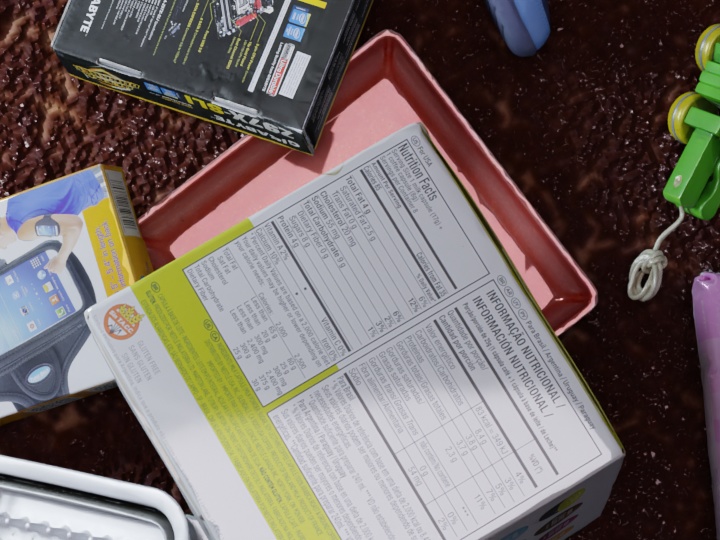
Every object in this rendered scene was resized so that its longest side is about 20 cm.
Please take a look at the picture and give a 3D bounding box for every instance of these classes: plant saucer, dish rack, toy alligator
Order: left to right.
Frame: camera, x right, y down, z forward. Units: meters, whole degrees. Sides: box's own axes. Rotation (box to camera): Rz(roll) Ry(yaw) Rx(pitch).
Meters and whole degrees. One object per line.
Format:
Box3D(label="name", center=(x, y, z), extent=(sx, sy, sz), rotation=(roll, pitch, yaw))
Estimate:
Box3D(label="dish rack", center=(-0.179, 0.195, 1.450), extent=(0.199, 0.043, 0.173), rotation=(9, 83, 31))
Box3D(label="plant saucer", center=(0.000, 0.000, 1.494), extent=(0.199, 0.037, 0.200), rotation=(-37, 84, -1))
Box3D(label="toy alligator", center=(0.209, -0.071, 1.485), extent=(0.054, 0.059, 0.201), rotation=(18, 96, -36))

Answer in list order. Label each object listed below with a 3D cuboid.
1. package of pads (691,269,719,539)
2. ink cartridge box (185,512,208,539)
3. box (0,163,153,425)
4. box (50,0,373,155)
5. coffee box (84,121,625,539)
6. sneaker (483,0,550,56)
Box3D(label="package of pads", center=(0.252, 0.095, 1.451), extent=(0.120, 0.076, 0.201), rotation=(-6, 84, 5))
Box3D(label="ink cartridge box", center=(-0.015, 0.212, 1.460), extent=(0.199, 0.059, 0.104), rotation=(15, 85, 4))
Box3D(label="box", center=(-0.213, 0.027, 1.484), extent=(0.199, 0.041, 0.120), rotation=(-19, 84, 11))
Box3D(label="box", center=(-0.066, -0.185, 1.491), extent=(0.159, 0.049, 0.201), rotation=(18, 79, 11))
Box3D(label="coffee box", center=(0.000, 0.078, 1.352), extent=(0.197, 0.200, 0.201), rotation=(-31, 77, -6))
Box3D(label="sneaker", center=(0.092, -0.223, 1.495), extent=(0.082, 0.074, 0.201), rotation=(-10, 85, 0))
